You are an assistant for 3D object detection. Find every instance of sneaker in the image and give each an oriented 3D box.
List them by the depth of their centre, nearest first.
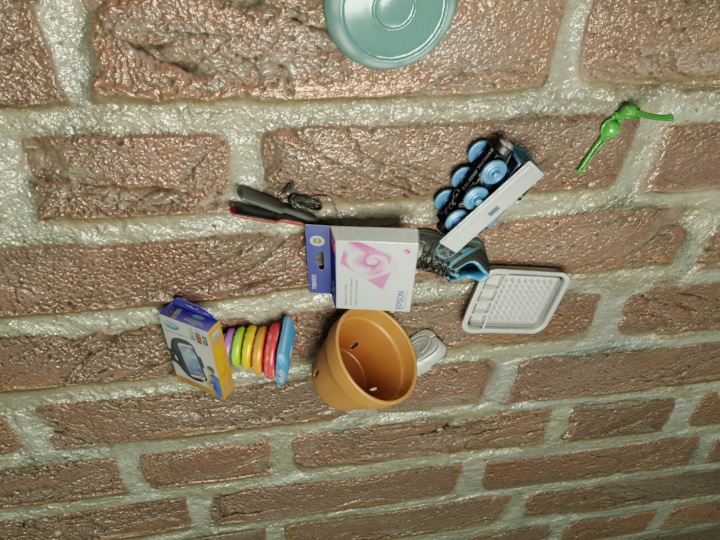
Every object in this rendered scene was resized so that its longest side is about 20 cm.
[{"bbox_3d":[0.148,-0.024,1.239,0.197,0.083,0.074,2,133,-12],"label":"sneaker"},{"bbox_3d":[0.093,0.207,1.439,0.198,0.077,0.081,-29,140,14],"label":"sneaker"}]

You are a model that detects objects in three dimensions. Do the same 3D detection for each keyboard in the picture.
[{"bbox_3d":[0.219,-0.103,1.129,0.200,0.011,0.056,-43,147,20],"label":"keyboard"}]

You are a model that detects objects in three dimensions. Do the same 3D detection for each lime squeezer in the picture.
[{"bbox_3d":[0.441,-0.236,1.138,0.037,0.072,0.200,-3,164,-31],"label":"lime squeezer"}]

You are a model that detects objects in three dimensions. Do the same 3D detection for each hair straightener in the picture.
[{"bbox_3d":[-0.116,-0.107,1.132,0.197,0.041,0.077,14,127,-24],"label":"hair straightener"}]

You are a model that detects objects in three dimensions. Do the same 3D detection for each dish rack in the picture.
[{"bbox_3d":[0.310,0.055,1.372,0.197,0.044,0.173,3,129,-15],"label":"dish rack"}]

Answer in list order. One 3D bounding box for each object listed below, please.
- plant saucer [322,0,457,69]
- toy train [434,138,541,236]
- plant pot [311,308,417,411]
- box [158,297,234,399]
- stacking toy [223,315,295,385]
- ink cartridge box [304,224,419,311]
[{"bbox_3d":[0.046,-0.374,0.947,0.197,0.028,0.202,-7,132,-8],"label":"plant saucer"},{"bbox_3d":[0.213,-0.134,1.159,0.113,0.087,0.201,13,126,-31],"label":"toy train"},{"bbox_3d":[-0.005,0.190,1.329,0.198,0.202,0.140,23,138,-29],"label":"plant pot"},{"bbox_3d":[-0.308,0.144,1.262,0.118,0.042,0.202,16,134,23],"label":"box"},{"bbox_3d":[-0.231,0.147,1.303,0.197,0.111,0.117,8,140,-1],"label":"stacking toy"},{"bbox_3d":[0.000,0.000,1.207,0.197,0.044,0.198,1,141,0],"label":"ink cartridge box"}]
